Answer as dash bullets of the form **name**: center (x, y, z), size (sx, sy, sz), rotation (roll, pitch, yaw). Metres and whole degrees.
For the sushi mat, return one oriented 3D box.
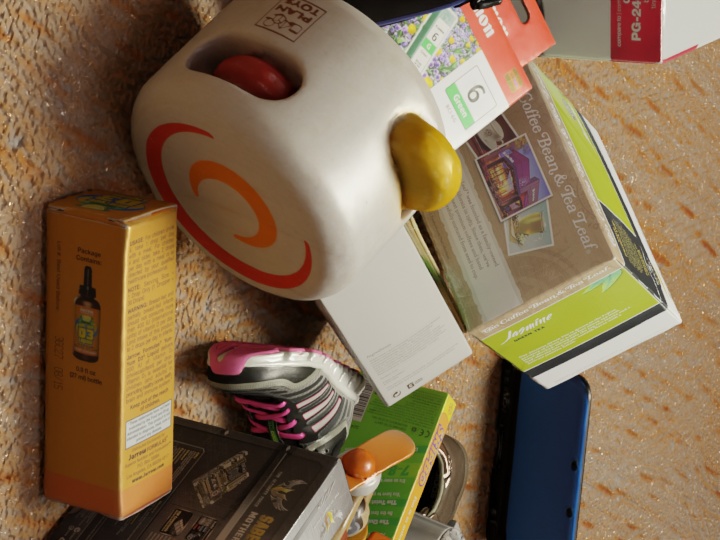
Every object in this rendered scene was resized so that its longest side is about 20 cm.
- **sushi mat**: center (0.037, -0.027, 1.621), size (0.012, 0.096, 0.200), rotation (-33, 148, -1)

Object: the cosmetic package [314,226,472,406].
- **cosmetic package**: center (0.000, 0.000, 1.527), size (0.085, 0.108, 0.200), rotation (-32, 144, -2)

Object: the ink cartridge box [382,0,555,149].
- **ink cartridge box**: center (0.068, -0.161, 1.515), size (0.200, 0.050, 0.109), rotation (-38, 111, -25)

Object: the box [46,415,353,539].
- **box**: center (-0.121, 0.188, 1.348), size (0.200, 0.158, 0.048), rotation (-54, 144, -39)

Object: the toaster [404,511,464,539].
- **toaster**: center (0.010, 0.276, 1.653), size (0.200, 0.129, 0.114), rotation (-58, 145, -32)

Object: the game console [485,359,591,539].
- **game console**: center (0.191, 0.171, 1.955), size (0.171, 0.118, 0.200), rotation (-18, 117, -58)

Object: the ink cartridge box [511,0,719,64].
- **ink cartridge box**: center (0.185, -0.228, 1.704), size (0.145, 0.200, 0.084), rotation (-29, 121, -55)

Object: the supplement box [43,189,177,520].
- **supplement box**: center (-0.160, 0.052, 1.321), size (0.069, 0.066, 0.200), rotation (-27, 124, -56)

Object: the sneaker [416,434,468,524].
- **sneaker**: center (0.042, 0.235, 1.767), size (0.076, 0.070, 0.200), rotation (28, 67, -60)

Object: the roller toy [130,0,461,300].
- **roller toy**: center (-0.042, -0.087, 1.337), size (0.182, 0.200, 0.140), rotation (48, 62, -11)

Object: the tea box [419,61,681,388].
- **tea box**: center (0.143, -0.037, 1.674), size (0.197, 0.133, 0.200), rotation (37, 29, -60)

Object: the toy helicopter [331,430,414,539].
- **toy helicopter**: center (-0.020, 0.187, 1.475), size (0.132, 0.079, 0.200), rotation (-66, 173, 20)

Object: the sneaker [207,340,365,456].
- **sneaker**: center (-0.055, 0.103, 1.522), size (0.200, 0.074, 0.088), rotation (28, 70, -66)

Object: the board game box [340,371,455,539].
- **board game box**: center (-0.003, 0.180, 1.625), size (0.200, 0.095, 0.030), rotation (-66, 151, -20)

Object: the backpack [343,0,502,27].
- **backpack**: center (0.031, -0.259, 1.429), size (0.147, 0.183, 0.200), rotation (66, 32, -18)
